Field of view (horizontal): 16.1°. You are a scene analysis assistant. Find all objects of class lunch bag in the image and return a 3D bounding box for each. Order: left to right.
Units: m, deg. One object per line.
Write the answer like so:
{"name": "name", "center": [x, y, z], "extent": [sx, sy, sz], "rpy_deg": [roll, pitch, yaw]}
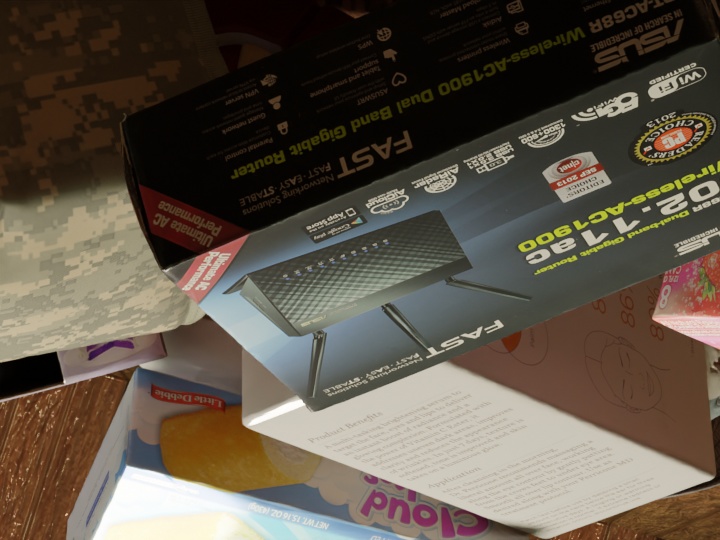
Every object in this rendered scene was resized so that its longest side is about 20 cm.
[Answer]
{"name": "lunch bag", "center": [-0.140, -0.025, 0.977], "extent": [0.164, 0.118, 0.200], "rpy_deg": [-13, 158, -18]}

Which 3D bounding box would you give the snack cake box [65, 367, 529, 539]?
{"name": "snack cake box", "center": [-0.032, 0.130, 1.214], "extent": [0.200, 0.067, 0.115], "rpy_deg": [15, 130, -13]}

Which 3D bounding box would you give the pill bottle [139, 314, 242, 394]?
{"name": "pill bottle", "center": [-0.056, 0.018, 1.298], "extent": [0.114, 0.200, 0.114], "rpy_deg": [15, 171, 2]}

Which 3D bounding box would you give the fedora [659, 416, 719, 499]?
{"name": "fedora", "center": [0.120, 0.036, 1.343], "extent": [0.200, 0.177, 0.090], "rpy_deg": [2, 131, -1]}

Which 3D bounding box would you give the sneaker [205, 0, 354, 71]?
{"name": "sneaker", "center": [-0.052, -0.059, 1.093], "extent": [0.200, 0.078, 0.116], "rpy_deg": [26, 147, 26]}

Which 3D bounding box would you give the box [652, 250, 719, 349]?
{"name": "box", "center": [0.206, -0.012, 0.934], "extent": [0.095, 0.103, 0.200], "rpy_deg": [20, 172, -23]}

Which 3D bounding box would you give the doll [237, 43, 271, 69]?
{"name": "doll", "center": [0.055, -0.059, 0.962], "extent": [0.200, 0.048, 0.137], "rpy_deg": [-2, 126, 8]}

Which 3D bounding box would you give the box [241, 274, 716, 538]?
{"name": "box", "center": [0.053, 0.014, 1.140], "extent": [0.106, 0.152, 0.200], "rpy_deg": [-26, 144, 38]}

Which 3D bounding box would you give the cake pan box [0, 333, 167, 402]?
{"name": "cake pan box", "center": [-0.201, 0.044, 1.226], "extent": [0.184, 0.052, 0.200], "rpy_deg": [-16, -178, -15]}

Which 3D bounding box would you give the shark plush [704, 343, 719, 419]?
{"name": "shark plush", "center": [0.105, 0.097, 1.261], "extent": [0.083, 0.200, 0.091], "rpy_deg": [38, -174, -37]}

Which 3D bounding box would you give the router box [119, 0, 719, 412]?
{"name": "router box", "center": [0.038, -0.033, 0.870], "extent": [0.200, 0.062, 0.150], "rpy_deg": [-22, 154, 11]}
